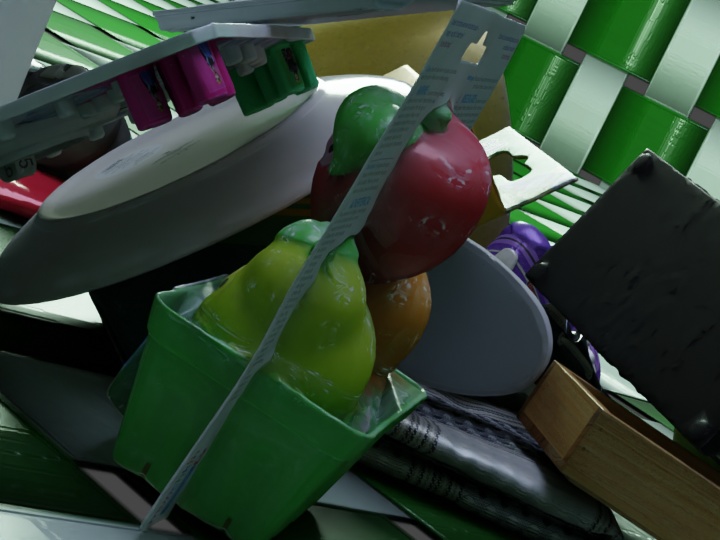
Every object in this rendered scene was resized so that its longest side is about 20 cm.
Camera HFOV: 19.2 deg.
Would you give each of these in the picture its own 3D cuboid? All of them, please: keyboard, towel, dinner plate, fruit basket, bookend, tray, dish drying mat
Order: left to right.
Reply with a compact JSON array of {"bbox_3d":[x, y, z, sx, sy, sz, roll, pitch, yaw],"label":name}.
[{"bbox_3d":[-0.113,-0.015,1.117,0.199,0.018,0.077,23,8,-24],"label":"dish drying mat"},{"bbox_3d":[-0.071,-0.043,0.892,0.200,0.199,0.024,-120,-175,-75],"label":"dinner plate"},{"bbox_3d":[-0.016,-0.100,0.807,0.056,0.011,0.200,-6,6,-28],"label":"keyboard"},{"bbox_3d":[-0.008,-0.008,0.754,0.093,0.201,0.185,27,9,8],"label":"fruit basket"},{"bbox_3d":[0.019,0.060,0.985,0.199,0.035,0.193,24,9,-10],"label":"towel"},{"bbox_3d":[0.167,0.118,0.956,0.200,0.037,0.099,35,4,-11],"label":"tray"},{"bbox_3d":[0.206,0.064,1.030,0.200,0.092,0.199,42,4,-30],"label":"bookend"}]

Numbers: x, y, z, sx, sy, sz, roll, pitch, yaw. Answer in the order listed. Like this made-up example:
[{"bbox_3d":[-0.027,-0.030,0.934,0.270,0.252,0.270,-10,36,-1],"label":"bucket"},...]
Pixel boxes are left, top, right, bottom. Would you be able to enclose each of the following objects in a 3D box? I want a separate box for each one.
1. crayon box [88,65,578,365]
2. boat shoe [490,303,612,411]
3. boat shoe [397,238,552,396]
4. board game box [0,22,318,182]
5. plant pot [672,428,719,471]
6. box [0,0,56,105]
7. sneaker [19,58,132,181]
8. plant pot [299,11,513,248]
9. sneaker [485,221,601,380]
[{"bbox_3d":[-0.020,-0.030,0.907,0.126,0.199,0.052,-126,-169,-74],"label":"crayon box"},{"bbox_3d":[0.091,0.045,1.106,0.075,0.061,0.200,19,-10,37],"label":"boat shoe"},{"bbox_3d":[0.000,0.000,1.010,0.199,0.071,0.070,21,7,8],"label":"boat shoe"},{"bbox_3d":[-0.121,-0.044,0.791,0.200,0.199,0.026,-33,102,-80],"label":"board game box"},{"bbox_3d":[0.289,0.076,1.237,0.192,0.202,0.200,16,6,15],"label":"plant pot"},{"bbox_3d":[-0.225,-0.136,0.900,0.130,0.201,0.199,26,8,13],"label":"box"},{"bbox_3d":[-0.194,-0.085,1.191,0.200,0.075,0.079,30,-15,41],"label":"sneaker"},{"bbox_3d":[-0.008,-0.075,1.308,0.141,0.201,0.200,-6,19,-18],"label":"plant pot"},{"bbox_3d":[0.112,0.027,1.229,0.081,0.084,0.200,37,-2,23],"label":"sneaker"}]
